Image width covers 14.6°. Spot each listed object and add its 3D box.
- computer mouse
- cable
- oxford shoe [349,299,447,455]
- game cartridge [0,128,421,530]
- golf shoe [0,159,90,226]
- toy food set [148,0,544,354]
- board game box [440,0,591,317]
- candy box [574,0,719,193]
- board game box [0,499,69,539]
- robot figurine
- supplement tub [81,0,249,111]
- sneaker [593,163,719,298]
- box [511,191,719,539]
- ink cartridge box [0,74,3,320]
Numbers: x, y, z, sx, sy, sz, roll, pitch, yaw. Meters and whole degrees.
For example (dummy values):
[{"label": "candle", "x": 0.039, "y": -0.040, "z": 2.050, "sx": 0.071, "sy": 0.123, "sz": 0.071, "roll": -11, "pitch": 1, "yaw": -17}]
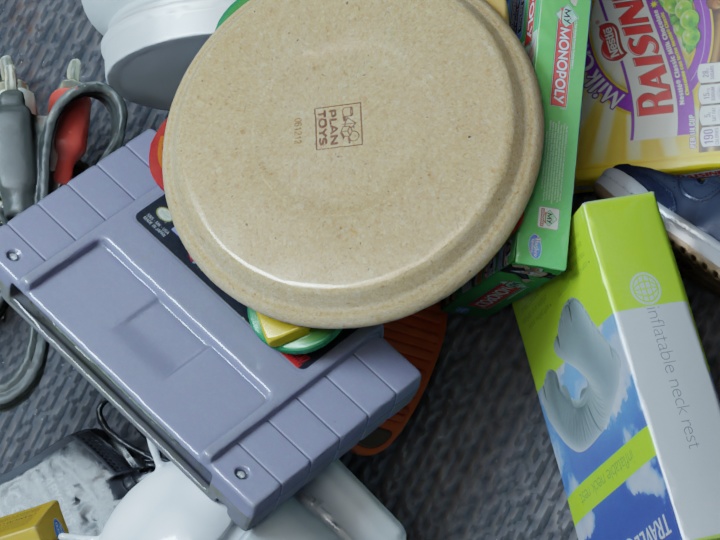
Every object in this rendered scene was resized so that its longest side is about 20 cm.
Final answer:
[{"label": "computer mouse", "x": -0.159, "y": 0.148, "z": 1.505, "sx": 0.199, "sy": 0.053, "sz": 0.139, "roll": -25, "pitch": 73, "yaw": 1}, {"label": "cable", "x": -0.168, "y": -0.023, "z": 1.470, "sx": 0.097, "sy": 0.050, "sz": 0.201, "roll": -2, "pitch": 76, "yaw": -4}, {"label": "oxford shoe", "x": 0.000, "y": 0.000, "z": 1.489, "sx": 0.073, "sy": 0.071, "sz": 0.201, "roll": -5, "pitch": 71, "yaw": 40}, {"label": "game cartridge", "x": -0.080, "y": 0.023, "z": 1.403, "sx": 0.200, "sy": 0.038, "sz": 0.130, "roll": 42, "pitch": 59, "yaw": 17}, {"label": "golf shoe", "x": -0.112, "y": -0.003, "z": 1.511, "sx": 0.199, "sy": 0.092, "sz": 0.073, "roll": 19, "pitch": 59, "yaw": 25}, {"label": "toy food set", "x": -0.007, "y": -0.063, "z": 1.384, "sx": 0.197, "sy": 0.049, "sz": 0.201, "roll": -22, "pitch": 67, "yaw": 6}, {"label": "board game box", "x": 0.082, "y": -0.086, "z": 1.442, "sx": 0.029, "sy": 0.135, "sz": 0.201, "roll": 10, "pitch": 77, "yaw": -13}, {"label": "candy box", "x": 0.153, "y": -0.143, "z": 1.489, "sx": 0.102, "sy": 0.026, "sz": 0.201, "roll": -7, "pitch": 73, "yaw": 19}, {"label": "board game box", "x": -0.190, "y": 0.234, "z": 1.442, "sx": 0.152, "sy": 0.040, "sz": 0.201, "roll": -19, "pitch": 101, "yaw": 14}, {"label": "robot figurine", "x": -0.052, "y": 0.170, "z": 1.406, "sx": 0.200, "sy": 0.113, "sz": 0.170, "roll": 40, "pitch": 81, "yaw": -3}, {"label": "supplement tub", "x": -0.082, "y": -0.199, "z": 1.517, "sx": 0.144, "sy": 0.145, "sz": 0.201, "roll": -9, "pitch": 74, "yaw": 16}, {"label": "sneaker", "x": 0.222, "y": -0.029, "z": 1.413, "sx": 0.200, "sy": 0.070, "sz": 0.109, "roll": 30, "pitch": 85, "yaw": 23}, {"label": "box", "x": 0.135, "y": 0.078, "z": 1.385, "sx": 0.047, "sy": 0.122, "sz": 0.201, "roll": -8, "pitch": 70, "yaw": -20}, {"label": "ink cartridge box", "x": -0.299, "y": -0.044, "z": 1.581, "sx": 0.199, "sy": 0.085, "sz": 0.146, "roll": -3, "pitch": 75, "yaw": 19}]
